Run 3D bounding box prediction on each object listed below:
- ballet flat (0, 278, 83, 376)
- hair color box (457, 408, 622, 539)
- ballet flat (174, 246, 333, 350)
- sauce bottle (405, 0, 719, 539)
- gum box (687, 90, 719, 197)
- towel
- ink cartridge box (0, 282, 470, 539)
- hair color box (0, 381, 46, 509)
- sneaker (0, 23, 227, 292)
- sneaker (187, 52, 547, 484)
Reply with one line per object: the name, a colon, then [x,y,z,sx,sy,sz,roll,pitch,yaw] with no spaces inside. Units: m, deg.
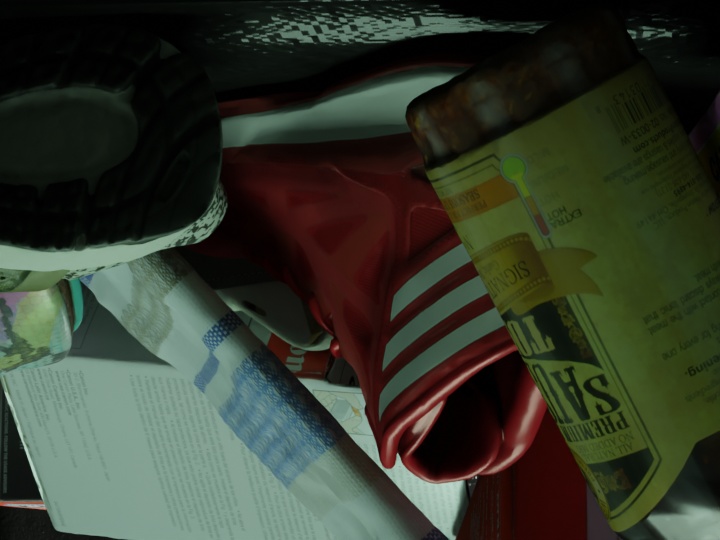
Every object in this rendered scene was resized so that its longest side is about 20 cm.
ballet flat: [-0.138,0.008,0.782,0.071,0.069,0.200,-30,-171,-10]
hair color box: [0.090,0.108,0.775,0.110,0.064,0.200,4,153,-4]
ballet flat: [0.000,0.000,0.815,0.199,0.064,0.067,-2,-177,18]
sauce bottle: [0.081,0.033,0.582,0.066,0.200,0.066,-28,-179,1]
gum box: [0.137,-0.007,0.541,0.066,0.114,0.200,-25,173,-3]
towel: [-0.044,0.033,0.747,0.024,0.200,0.147,-43,177,-8]
ink cartridge box: [-0.032,0.058,0.886,0.199,0.050,0.109,4,135,14]
hair color box: [-0.109,0.061,1.099,0.064,0.111,0.200,-2,171,17]
sneaker: [-0.126,-0.016,0.646,0.199,0.077,0.089,-1,163,13]
sneaker: [-0.008,0.007,0.695,0.078,0.116,0.200,4,171,-26]
